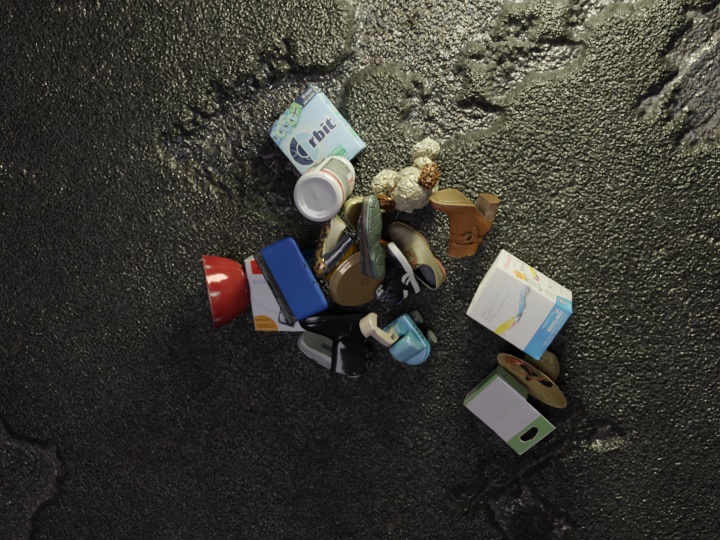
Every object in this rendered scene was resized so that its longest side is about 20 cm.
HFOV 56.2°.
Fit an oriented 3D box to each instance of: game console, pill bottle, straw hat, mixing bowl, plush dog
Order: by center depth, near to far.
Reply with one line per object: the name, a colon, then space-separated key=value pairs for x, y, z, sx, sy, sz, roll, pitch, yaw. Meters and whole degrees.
plush dog: x=0.122 y=-0.190 z=1.579 sx=0.199 sy=0.172 sz=0.162 roll=-34 pitch=95 yaw=24
pill bottle: x=-0.077 y=-0.199 z=1.582 sx=0.114 sy=0.200 sz=0.118 roll=5 pitch=114 yaw=11
straw hat: x=0.441 y=0.238 z=1.654 sx=0.200 sy=0.201 sz=0.085 roll=40 pitch=73 yaw=3
game console: x=-0.174 y=0.019 z=1.691 sx=0.117 sy=0.171 sz=0.202 roll=-27 pitch=98 yaw=-1
mixing bowl: x=-0.360 y=0.049 z=1.828 sx=0.106 sy=0.200 sz=0.204 roll=-10 pitch=107 yaw=-14

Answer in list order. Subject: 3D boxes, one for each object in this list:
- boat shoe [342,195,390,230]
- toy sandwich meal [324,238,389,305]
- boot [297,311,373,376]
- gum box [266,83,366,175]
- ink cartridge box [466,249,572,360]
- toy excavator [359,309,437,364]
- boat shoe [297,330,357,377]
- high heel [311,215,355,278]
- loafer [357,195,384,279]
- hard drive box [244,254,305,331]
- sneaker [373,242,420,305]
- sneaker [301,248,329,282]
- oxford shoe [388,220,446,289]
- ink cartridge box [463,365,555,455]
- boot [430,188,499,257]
boat shoe: x=0.005 y=-0.141 z=1.619 sx=0.063 sy=0.200 sz=0.074 roll=35 pitch=106 yaw=24
toy sandwich meal: x=0.000 y=0.000 z=1.690 sx=0.206 sy=0.203 sz=0.071 roll=-56 pitch=46 yaw=24
boot: x=-0.066 y=0.196 z=1.776 sx=0.194 sy=0.073 sz=0.166 roll=-1 pitch=91 yaw=-14
gum box: x=-0.111 y=-0.329 z=1.683 sx=0.169 sy=0.045 sz=0.201 roll=-40 pitch=93 yaw=25
ink cartridge box: x=0.376 y=0.077 z=1.594 sx=0.198 sy=0.147 sz=0.146 roll=32 pitch=114 yaw=6
toy excavator: x=0.092 y=0.167 z=1.689 sx=0.099 sy=0.200 sz=0.196 roll=-35 pitch=94 yaw=24
boat shoe: x=-0.084 y=0.230 z=1.844 sx=0.199 sy=0.071 sz=0.071 roll=33 pitch=150 yaw=-11
high heel: x=-0.097 y=-0.071 z=1.680 sx=0.143 sy=0.201 sz=0.071 roll=-46 pitch=125 yaw=10
loafer: x=0.013 y=-0.075 z=1.559 sx=0.062 sy=0.072 sz=0.203 roll=7 pitch=116 yaw=29
hard drive box: x=-0.218 y=0.057 z=1.826 sx=0.153 sy=0.077 sz=0.204 roll=-2 pitch=106 yaw=18
sneaker: x=0.074 y=0.024 z=1.652 sx=0.111 sy=0.201 sz=0.073 roll=-33 pitch=51 yaw=-1
sneaker: x=-0.087 y=-0.009 z=1.731 sx=0.196 sy=0.077 sz=0.082 roll=1 pitch=113 yaw=-9
oxford shoe: x=0.139 y=-0.038 z=1.676 sx=0.200 sy=0.075 sz=0.070 roll=47 pitch=115 yaw=-1
ink cartridge box: x=0.382 y=0.358 z=1.725 sx=0.199 sy=0.048 sz=0.146 roll=40 pitch=126 yaw=1
boot: x=0.228 y=-0.103 z=1.578 sx=0.197 sy=0.074 sz=0.157 roll=2 pitch=124 yaw=-28
